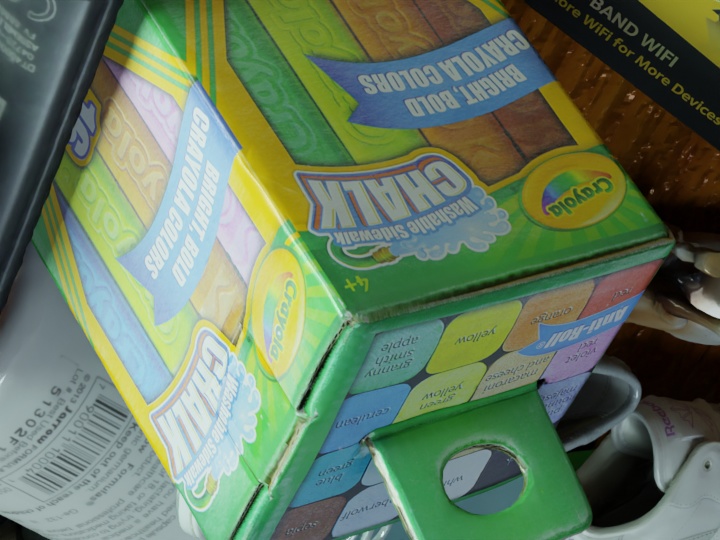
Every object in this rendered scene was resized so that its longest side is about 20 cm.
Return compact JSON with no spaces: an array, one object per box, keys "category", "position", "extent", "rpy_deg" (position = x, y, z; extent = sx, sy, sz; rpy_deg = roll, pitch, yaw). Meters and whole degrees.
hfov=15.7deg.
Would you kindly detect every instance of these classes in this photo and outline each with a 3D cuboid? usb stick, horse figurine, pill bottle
[{"category":"usb stick","position":[-0.117,-0.037,0.804],"extent":[0.033,0.055,0.200],"rpy_deg":[-34,160,-42]},{"category":"horse figurine","position":[0.144,0.013,1.014],"extent":[0.199,0.132,0.050],"rpy_deg":[13,93,-27]},{"category":"pill bottle","position":[-0.091,0.050,0.985],"extent":[0.114,0.115,0.200],"rpy_deg":[-32,137,25]}]

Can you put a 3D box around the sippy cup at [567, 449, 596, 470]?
[{"category":"sippy cup","position":[0.107,0.171,1.168],"extent":[0.139,0.131,0.178],"rpy_deg":[16,134,-30]}]

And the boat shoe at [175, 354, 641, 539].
[{"category":"boat shoe","position":[0.018,0.054,0.924],"extent":[0.202,0.065,0.075],"rpy_deg":[-12,116,-47]}]

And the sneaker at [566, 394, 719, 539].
[{"category":"sneaker","position":[0.157,0.088,1.091],"extent":[0.200,0.075,0.100],"rpy_deg":[-27,128,-20]}]

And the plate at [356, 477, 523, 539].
[{"category":"plate","position":[0.016,0.050,0.995],"extent":[0.026,0.201,0.200],"rpy_deg":[20,160,37]}]

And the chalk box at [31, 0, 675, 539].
[{"category":"chalk box","position":[0.000,0.000,0.793],"extent":[0.124,0.200,0.124],"rpy_deg":[-14,147,-35]}]

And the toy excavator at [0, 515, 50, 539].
[{"category":"toy excavator","position":[-0.220,0.103,1.043],"extent":[0.194,0.200,0.100],"rpy_deg":[-37,166,-46]}]

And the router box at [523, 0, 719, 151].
[{"category":"router box","position":[0.172,-0.086,0.828],"extent":[0.200,0.052,0.157],"rpy_deg":[37,139,1]}]
